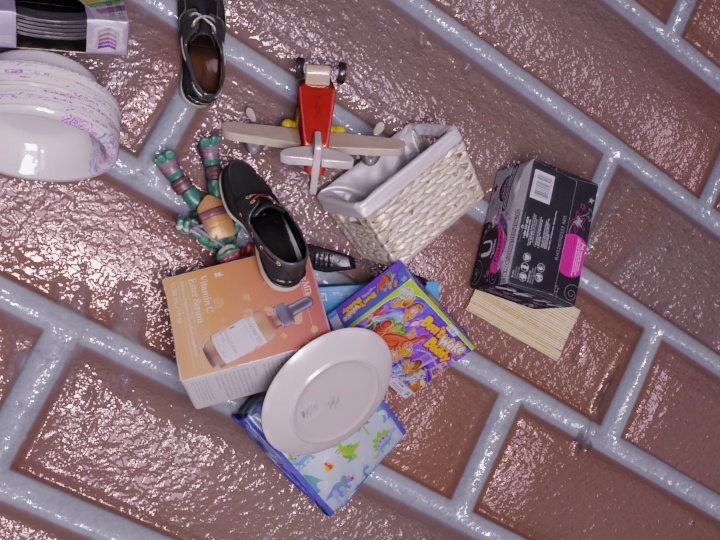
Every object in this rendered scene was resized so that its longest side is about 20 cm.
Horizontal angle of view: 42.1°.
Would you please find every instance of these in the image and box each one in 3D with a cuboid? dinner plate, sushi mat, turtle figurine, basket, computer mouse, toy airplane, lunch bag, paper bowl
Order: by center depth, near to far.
[{"bbox_3d":[-0.396,-0.194,1.148,0.199,0.201,0.105,6,70,-22],"label":"paper bowl"},{"bbox_3d":[-0.037,0.164,1.215,0.199,0.024,0.201,-19,128,-25],"label":"dinner plate"},{"bbox_3d":[-0.200,-0.078,1.282,0.149,0.101,0.201,-22,82,-39],"label":"turtle figurine"},{"bbox_3d":[-0.065,-0.184,1.313,0.200,0.141,0.199,42,59,16],"label":"toy airplane"},{"bbox_3d":[-0.054,0.221,1.332,0.200,0.127,0.170,47,74,-6],"label":"lunch bag"},{"bbox_3d":[0.000,0.000,1.363,0.199,0.059,0.034,16,92,1],"label":"computer mouse"},{"bbox_3d":[0.062,-0.110,1.365,0.200,0.135,0.124,-39,116,-17],"label":"basket"},{"bbox_3d":[0.266,0.065,1.520,0.199,0.012,0.096,29,80,-20],"label":"sushi mat"}]

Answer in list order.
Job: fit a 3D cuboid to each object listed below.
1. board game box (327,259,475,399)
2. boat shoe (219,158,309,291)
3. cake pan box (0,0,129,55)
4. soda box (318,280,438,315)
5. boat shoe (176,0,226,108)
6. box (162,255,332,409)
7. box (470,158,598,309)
[{"bbox_3d":[0.061,0.089,1.349,0.134,0.045,0.200,-37,133,9],"label":"board game box"},{"bbox_3d":[-0.124,-0.071,1.218,0.073,0.063,0.202,-14,61,-29],"label":"boat shoe"},{"bbox_3d":[-0.388,-0.329,1.156,0.183,0.200,0.053,-1,127,-20],"label":"cake pan box"},{"bbox_3d":[0.016,0.052,1.390,0.199,0.064,0.068,-3,92,-22],"label":"soda box"},{"bbox_3d":[-0.215,-0.329,1.290,0.071,0.068,0.202,0,89,-20],"label":"boat shoe"},{"bbox_3d":[-0.147,0.074,1.246,0.199,0.107,0.153,-15,62,-6],"label":"box"},{"bbox_3d":[0.269,-0.053,1.458,0.131,0.115,0.201,18,78,-20],"label":"box"}]
